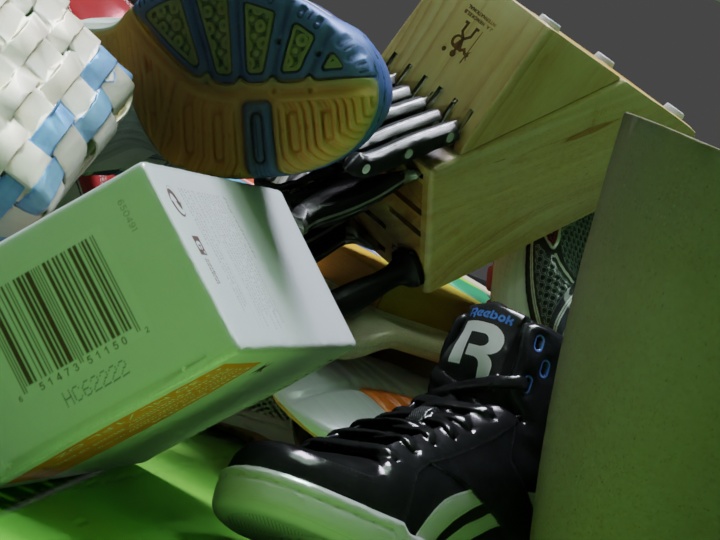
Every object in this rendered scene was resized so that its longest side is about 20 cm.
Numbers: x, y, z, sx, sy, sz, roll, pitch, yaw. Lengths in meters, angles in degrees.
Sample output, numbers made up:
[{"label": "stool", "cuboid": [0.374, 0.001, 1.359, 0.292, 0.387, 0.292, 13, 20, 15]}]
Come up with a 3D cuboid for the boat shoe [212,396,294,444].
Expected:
[{"label": "boat shoe", "cuboid": [-0.055, 0.037, 1.292, 0.200, 0.069, 0.071, 24, 3, -10]}]

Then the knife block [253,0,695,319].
[{"label": "knife block", "cuboid": [0.033, -0.033, 1.218, 0.064, 0.176, 0.200, 42, 9, 35]}]

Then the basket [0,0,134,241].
[{"label": "basket", "cuboid": [-0.200, -0.071, 1.036, 0.200, 0.176, 0.139, 36, 43, -14]}]

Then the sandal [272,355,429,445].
[{"label": "sandal", "cuboid": [0.031, 0.085, 1.240, 0.206, 0.059, 0.079, 13, 28, -50]}]

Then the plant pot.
[{"label": "plant pot", "cuboid": [0.139, 0.071, 1.043, 0.187, 0.200, 0.187, 25, 4, -2]}]

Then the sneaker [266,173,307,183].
[{"label": "sneaker", "cuboid": [-0.037, -0.016, 1.467, 0.200, 0.077, 0.085, 46, -29, 1]}]

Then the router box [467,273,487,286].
[{"label": "router box", "cuboid": [0.056, 0.048, 1.628, 0.200, 0.052, 0.157, 22, -16, -38]}]

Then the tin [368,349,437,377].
[{"label": "tin", "cuboid": [0.027, 0.065, 1.408, 0.112, 0.042, 0.200, 4, -18, 39]}]

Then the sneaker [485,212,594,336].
[{"label": "sneaker", "cuboid": [0.112, 0.053, 1.238, 0.081, 0.075, 0.200, 17, 53, -51]}]

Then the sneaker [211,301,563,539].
[{"label": "sneaker", "cuboid": [0.022, 0.059, 1.069, 0.073, 0.112, 0.200, 6, -12, 37]}]

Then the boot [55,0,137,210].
[{"label": "boot", "cuboid": [-0.101, -0.040, 1.221, 0.144, 0.072, 0.200, 0, 63, -41]}]

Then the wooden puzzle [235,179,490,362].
[{"label": "wooden puzzle", "cuboid": [0.000, 0.000, 1.300, 0.185, 0.037, 0.200, 32, 12, 37]}]

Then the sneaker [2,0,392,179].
[{"label": "sneaker", "cuboid": [-0.057, -0.071, 1.093, 0.200, 0.075, 0.088, 3, 2, 40]}]

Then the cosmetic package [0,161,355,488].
[{"label": "cosmetic package", "cuboid": [-0.077, 0.020, 1.009, 0.071, 0.101, 0.200, 62, 10, 6]}]
